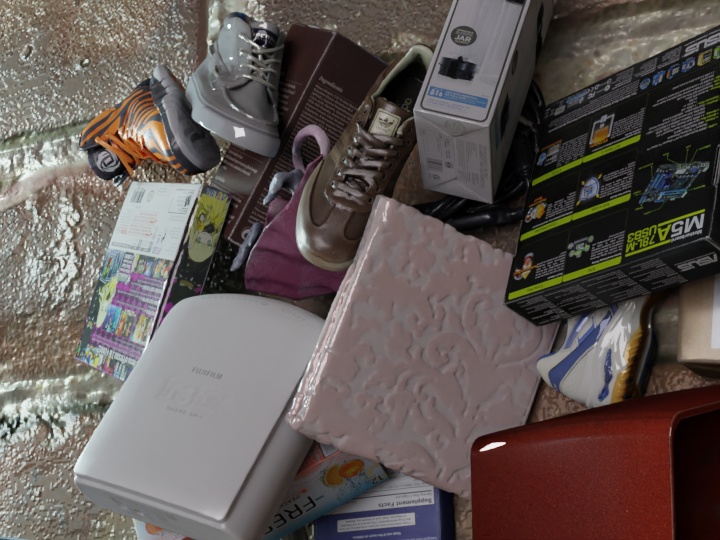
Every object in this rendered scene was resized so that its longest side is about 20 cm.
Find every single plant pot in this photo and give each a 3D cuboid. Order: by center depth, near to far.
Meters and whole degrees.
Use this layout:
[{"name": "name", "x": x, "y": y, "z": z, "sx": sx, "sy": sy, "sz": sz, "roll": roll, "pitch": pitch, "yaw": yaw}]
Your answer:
[{"name": "plant pot", "x": 0.183, "y": 0.179, "z": 0.927, "sx": 0.175, "sy": 0.199, "sz": 0.202, "roll": 1, "pitch": 93, "yaw": 40}]

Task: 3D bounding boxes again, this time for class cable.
[{"name": "cable", "x": 0.060, "y": -0.107, "z": 1.162, "sx": 0.198, "sy": 0.051, "sz": 0.165, "roll": -9, "pitch": 73, "yaw": 27}]

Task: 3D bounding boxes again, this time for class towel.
[{"name": "towel", "x": 0.057, "y": 0.064, "z": 1.045, "sx": 0.032, "sy": 0.199, "sz": 0.193, "roll": 11, "pitch": 79, "yaw": 60}]

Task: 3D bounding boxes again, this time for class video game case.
[{"name": "video game case", "x": -0.191, "y": 0.010, "z": 1.222, "sx": 0.200, "sy": 0.036, "sz": 0.183, "roll": 7, "pitch": 78, "yaw": 63}]

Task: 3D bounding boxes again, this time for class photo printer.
[{"name": "photo printer", "x": -0.109, "y": 0.107, "z": 1.056, "sx": 0.165, "sy": 0.070, "sz": 0.201, "roll": 11, "pitch": 58, "yaw": 32}]

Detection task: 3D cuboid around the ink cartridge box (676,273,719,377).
[{"name": "ink cartridge box", "x": 0.335, "y": -0.006, "z": 0.972, "sx": 0.198, "sy": 0.075, "sz": 0.167, "roll": -1, "pitch": 78, "yaw": 29}]

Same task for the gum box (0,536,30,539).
[{"name": "gum box", "x": -0.263, "y": 0.261, "z": 1.174, "sx": 0.198, "sy": 0.170, "sz": 0.045, "roll": 0, "pitch": 76, "yaw": 29}]

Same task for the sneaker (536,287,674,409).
[{"name": "sneaker", "x": 0.195, "y": 0.006, "z": 1.045, "sx": 0.088, "sy": 0.075, "sz": 0.202, "roll": 18, "pitch": 85, "yaw": 31}]

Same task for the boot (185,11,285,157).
[{"name": "boot", "x": -0.099, "y": -0.168, "z": 1.154, "sx": 0.096, "sy": 0.073, "sz": 0.200, "roll": -64, "pitch": 27, "yaw": 12}]

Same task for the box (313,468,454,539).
[{"name": "box", "x": 0.018, "y": 0.207, "z": 1.113, "sx": 0.120, "sy": 0.032, "sz": 0.202, "roll": -10, "pitch": 70, "yaw": 26}]

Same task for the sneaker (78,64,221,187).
[{"name": "sneaker", "x": -0.198, "y": -0.113, "z": 1.253, "sx": 0.112, "sy": 0.078, "sz": 0.200, "roll": -37, "pitch": 26, "yaw": 3}]

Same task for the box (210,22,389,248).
[{"name": "box", "x": -0.061, "y": -0.112, "z": 1.198, "sx": 0.201, "sy": 0.075, "sz": 0.100, "roll": -64, "pitch": 29, "yaw": 2}]

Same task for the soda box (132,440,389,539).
[{"name": "soda box", "x": -0.081, "y": 0.175, "z": 1.085, "sx": 0.199, "sy": 0.069, "sz": 0.064, "roll": -28, "pitch": 47, "yaw": 2}]

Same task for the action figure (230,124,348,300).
[{"name": "action figure", "x": 0.000, "y": 0.000, "z": 1.129, "sx": 0.199, "sy": 0.134, "sz": 0.150, "roll": 25, "pitch": 63, "yaw": -7}]

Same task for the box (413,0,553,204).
[{"name": "box", "x": 0.103, "y": -0.171, "z": 1.080, "sx": 0.060, "sy": 0.117, "sz": 0.201, "roll": 13, "pitch": 63, "yaw": 14}]

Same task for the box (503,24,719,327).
[{"name": "box", "x": 0.204, "y": -0.069, "z": 1.004, "sx": 0.199, "sy": 0.047, "sz": 0.195, "roll": -22, "pitch": 47, "yaw": 48}]

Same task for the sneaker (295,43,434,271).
[{"name": "sneaker", "x": 0.005, "y": -0.095, "z": 1.050, "sx": 0.070, "sy": 0.076, "sz": 0.201, "roll": 22, "pitch": 60, "yaw": 5}]

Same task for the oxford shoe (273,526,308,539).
[{"name": "oxford shoe", "x": -0.085, "y": 0.183, "z": 1.166, "sx": 0.075, "sy": 0.058, "sz": 0.201, "roll": -28, "pitch": 51, "yaw": 17}]
